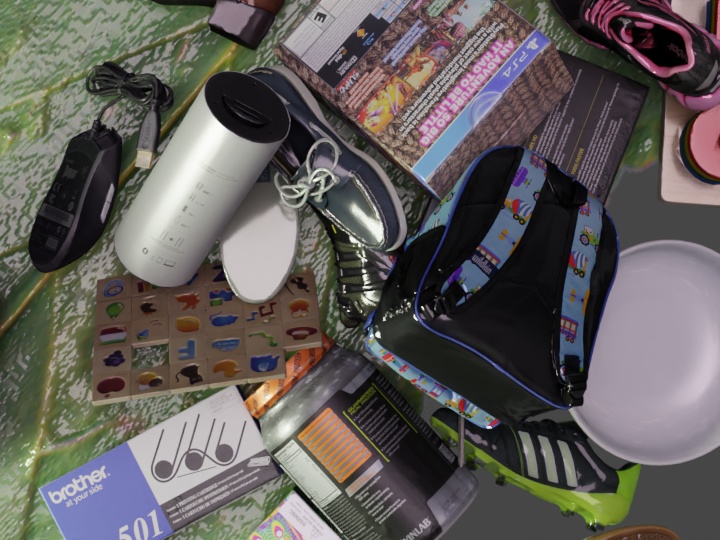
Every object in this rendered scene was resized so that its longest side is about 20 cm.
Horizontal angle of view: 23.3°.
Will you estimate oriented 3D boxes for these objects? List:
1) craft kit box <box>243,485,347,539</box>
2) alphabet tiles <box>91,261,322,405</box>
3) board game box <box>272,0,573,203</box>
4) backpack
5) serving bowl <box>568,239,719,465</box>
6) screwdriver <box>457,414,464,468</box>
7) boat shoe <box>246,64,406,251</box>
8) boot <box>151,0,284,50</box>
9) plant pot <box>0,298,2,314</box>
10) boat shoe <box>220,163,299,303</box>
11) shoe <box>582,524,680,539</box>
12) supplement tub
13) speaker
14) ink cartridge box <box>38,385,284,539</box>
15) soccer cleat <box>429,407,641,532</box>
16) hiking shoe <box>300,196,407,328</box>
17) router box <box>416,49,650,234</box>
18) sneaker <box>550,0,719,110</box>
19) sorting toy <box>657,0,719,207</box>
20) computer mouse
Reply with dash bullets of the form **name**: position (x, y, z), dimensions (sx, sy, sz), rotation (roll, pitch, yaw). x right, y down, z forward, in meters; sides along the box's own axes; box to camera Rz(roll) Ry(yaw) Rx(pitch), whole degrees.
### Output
- **craft kit box**: position (-0.059, 0.334, 1.569), dimensions (0.200, 0.049, 0.198), rotation (44, 91, 1)
- **alphabet tiles**: position (-0.135, 0.047, 1.530), dimensions (0.199, 0.168, 0.008), rotation (-8, 128, 0)
- **board game box**: position (0.055, -0.177, 1.520), dimensions (0.160, 0.097, 0.200), rotation (-48, 65, 0)
- **backpack**: position (0.117, 0.007, 1.457), dimensions (0.182, 0.134, 0.201), rotation (31, 62, -17)
- **serving bowl**: position (0.261, 0.070, 1.559), dimensions (0.199, 0.066, 0.201), rotation (-1, 95, -14)
- **screwdriver**: position (0.094, 0.078, 1.549), dimensions (0.029, 0.028, 0.201), rotation (-13, 62, 20)
- **boat shoe**: position (-0.039, -0.092, 1.486), dimensions (0.075, 0.062, 0.200), rotation (-43, 79, 38)
- **boot**: position (-0.128, -0.328, 1.574), dimensions (0.188, 0.068, 0.201), rotation (26, 87, 0)
- **plant pot**: position (-0.399, 0.080, 1.513), dimensions (0.199, 0.200, 0.174), rotation (23, 70, 0)
- **boat shoe**: position (-0.088, -0.068, 1.564), dimensions (0.070, 0.072, 0.202), rotation (1, 81, 0)
- **shoe**: position (0.193, 0.276, 1.568), dimensions (0.199, 0.053, 0.070), rotation (-22, 99, -3)
- **supplement tub**: position (-0.002, 0.157, 1.534), dimensions (0.122, 0.123, 0.200), rotation (-42, 89, -2)
- **speaker**: position (-0.136, -0.075, 1.479), dimensions (0.081, 0.081, 0.200), rotation (37, 131, 0)
- **ink cartridge box**: position (-0.178, 0.189, 1.569), dimensions (0.199, 0.044, 0.094), rotation (-28, 87, -1)
- **soccer cleat**: position (0.157, 0.162, 1.570), dimensions (0.199, 0.068, 0.081), rotation (28, 77, -5)
- **hiking shoe**: position (0.000, 0.000, 1.559), dimensions (0.200, 0.076, 0.101), rotation (47, 110, 16)
- **router box**: position (0.155, -0.099, 1.571), dimensions (0.149, 0.051, 0.201), rotation (22, 82, 0)
- **sneaker**: position (0.238, -0.217, 1.534), dimensions (0.200, 0.095, 0.079), rotation (38, 106, 30)
- **sorting toy**: position (0.378, -0.155, 1.575), dimensions (0.199, 0.070, 0.200), rotation (4, 88, -1)
- **computer mouse**: position (-0.220, -0.084, 1.545), dimensions (0.046, 0.140, 0.201), rotation (23, 83, -39)
